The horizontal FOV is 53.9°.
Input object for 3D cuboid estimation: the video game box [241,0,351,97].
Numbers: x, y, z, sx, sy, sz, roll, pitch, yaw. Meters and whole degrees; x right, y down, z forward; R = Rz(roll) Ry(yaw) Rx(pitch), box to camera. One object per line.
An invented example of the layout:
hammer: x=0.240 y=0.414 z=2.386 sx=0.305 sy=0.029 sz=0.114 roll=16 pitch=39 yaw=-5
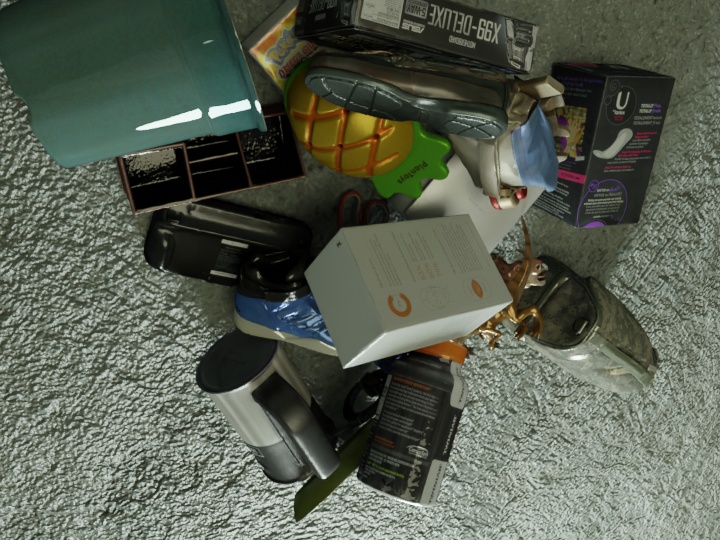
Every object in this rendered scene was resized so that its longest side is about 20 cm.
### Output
video game box: x=-0.004 y=-0.252 z=0.808 sx=0.200 sy=0.047 sz=0.182 roll=-44 pitch=122 yaw=0

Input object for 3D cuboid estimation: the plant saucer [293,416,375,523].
plant saucer: x=-0.027 y=0.272 z=1.001 sx=0.031 sy=0.200 sz=0.200 roll=45 pitch=92 yaw=7

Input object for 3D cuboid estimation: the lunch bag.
lunch bag: x=0.339 y=0.093 z=1.064 sx=0.199 sy=0.168 sz=0.140 roll=33 pitch=99 yaw=-34

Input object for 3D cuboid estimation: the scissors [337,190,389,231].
scissors: x=0.000 y=0.000 z=0.909 sx=0.072 sy=0.014 sz=0.202 roll=3 pitch=90 yaw=-26

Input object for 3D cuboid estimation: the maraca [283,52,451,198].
maraca: x=0.007 y=-0.151 z=0.761 sx=0.199 sy=0.108 sz=0.137 roll=37 pitch=139 yaw=-20

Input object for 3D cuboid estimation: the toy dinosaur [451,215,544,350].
toy dinosaur: x=0.197 y=0.042 z=0.943 sx=0.106 sy=0.060 sz=0.200 roll=38 pitch=95 yaw=-14

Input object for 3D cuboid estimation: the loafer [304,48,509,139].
loafer: x=0.047 y=-0.178 z=0.672 sx=0.198 sy=0.072 sz=0.064 roll=13 pitch=79 yaw=-10

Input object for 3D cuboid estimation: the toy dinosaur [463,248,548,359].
toy dinosaur: x=0.158 y=0.041 z=1.006 sx=0.198 sy=0.086 sz=0.137 roll=-16 pitch=120 yaw=-14

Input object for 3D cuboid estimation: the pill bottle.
pill bottle: x=0.073 y=0.182 z=0.890 sx=0.106 sy=0.106 sz=0.202 roll=23 pitch=81 yaw=-32

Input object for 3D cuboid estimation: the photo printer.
photo printer: x=0.154 y=-0.118 z=0.933 sx=0.166 sy=0.069 sz=0.200 roll=38 pitch=95 yaw=-34

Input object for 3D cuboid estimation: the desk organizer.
desk organizer: x=-0.164 y=-0.125 z=0.777 sx=0.198 sy=0.077 sz=0.072 roll=-15 pitch=120 yaw=-18

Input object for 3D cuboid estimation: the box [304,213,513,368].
box: x=0.056 y=0.019 z=0.815 sx=0.199 sy=0.125 sz=0.097 roll=-9 pitch=155 yaw=-38

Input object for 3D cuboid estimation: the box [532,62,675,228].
box: x=0.323 y=-0.171 z=0.961 sx=0.121 sy=0.106 sz=0.202 roll=-6 pitch=116 yaw=-24

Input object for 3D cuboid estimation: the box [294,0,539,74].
box: x=0.052 y=-0.241 z=0.715 sx=0.198 sy=0.157 sz=0.050 roll=5 pitch=101 yaw=-28

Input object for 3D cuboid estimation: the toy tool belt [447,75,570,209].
toy tool belt: x=0.181 y=-0.136 z=0.782 sx=0.122 sy=0.126 sz=0.200 roll=-6 pitch=150 yaw=27

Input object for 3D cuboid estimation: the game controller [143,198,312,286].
game controller: x=-0.157 y=-0.029 z=0.859 sx=0.198 sy=0.042 sz=0.105 roll=13 pitch=123 yaw=-29

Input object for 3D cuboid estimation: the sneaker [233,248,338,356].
sneaker: x=-0.052 y=0.033 z=0.851 sx=0.198 sy=0.077 sz=0.112 roll=11 pitch=130 yaw=-1

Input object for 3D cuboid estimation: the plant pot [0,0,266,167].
plant pot: x=-0.212 y=-0.198 z=0.662 sx=0.194 sy=0.201 sz=0.202 roll=-19 pitch=121 yaw=-6

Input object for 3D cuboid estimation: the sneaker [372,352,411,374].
sneaker: x=-0.001 y=0.070 z=0.962 sx=0.070 sy=0.078 sz=0.200 roll=-45 pitch=103 yaw=5

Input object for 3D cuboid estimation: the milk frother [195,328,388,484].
milk frother: x=-0.074 y=0.150 z=0.929 sx=0.200 sy=0.179 sz=0.189 roll=-53 pitch=132 yaw=-34
